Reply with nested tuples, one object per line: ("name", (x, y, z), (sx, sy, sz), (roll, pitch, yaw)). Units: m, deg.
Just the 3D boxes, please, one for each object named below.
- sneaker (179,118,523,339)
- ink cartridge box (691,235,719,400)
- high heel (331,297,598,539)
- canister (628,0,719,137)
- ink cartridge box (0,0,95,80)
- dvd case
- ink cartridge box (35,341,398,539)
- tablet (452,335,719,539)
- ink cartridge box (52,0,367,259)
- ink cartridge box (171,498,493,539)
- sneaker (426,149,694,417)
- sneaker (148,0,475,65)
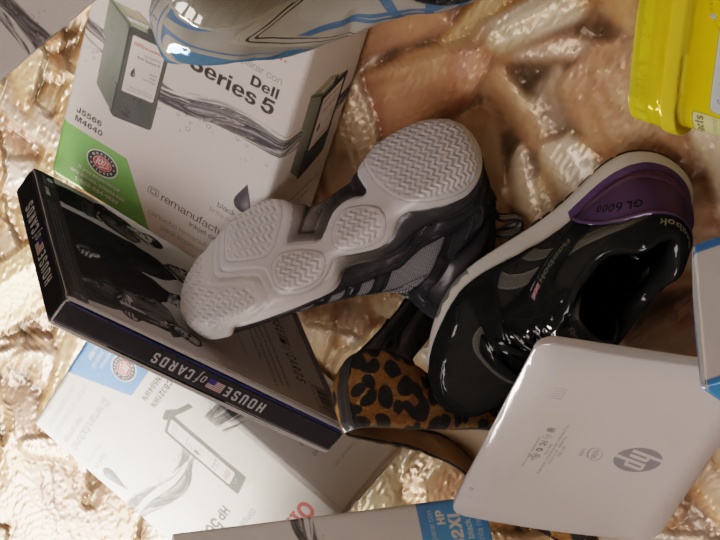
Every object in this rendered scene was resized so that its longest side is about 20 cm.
("sneaker", (0.000, 0.000, 1.436), (0.199, 0.076, 0.114), (-30, 137, 12))
("ink cartridge box", (0.277, 0.039, 1.233), (0.146, 0.086, 0.200), (-20, 147, 31))
("high heel", (0.062, 0.119, 1.477), (0.071, 0.143, 0.200), (-34, 98, 34))
("canister", (0.244, -0.116, 1.227), (0.199, 0.087, 0.149), (19, 131, 21))
("ink cartridge box", (-0.191, -0.192, 1.361), (0.200, 0.146, 0.085), (-38, 121, 24))
("dvd case", (-0.108, 0.024, 1.478), (0.199, 0.150, 0.025), (28, 110, -29))
("ink cartridge box", (-0.094, 0.107, 1.621), (0.200, 0.084, 0.146), (40, 135, 4))
("tablet", (0.136, 0.099, 1.397), (0.129, 0.014, 0.200), (8, 147, -9))
("ink cartridge box", (-0.087, -0.115, 1.457), (0.145, 0.084, 0.201), (31, 133, 13))
("ink cartridge box", (-0.021, 0.217, 1.550), (0.199, 0.084, 0.145), (-6, 152, -11))
("sneaker", (0.105, 0.023, 1.375), (0.076, 0.088, 0.200), (33, 119, -19))
("sneaker", (-0.021, -0.153, 1.329), (0.072, 0.199, 0.072), (134, 121, -63))
